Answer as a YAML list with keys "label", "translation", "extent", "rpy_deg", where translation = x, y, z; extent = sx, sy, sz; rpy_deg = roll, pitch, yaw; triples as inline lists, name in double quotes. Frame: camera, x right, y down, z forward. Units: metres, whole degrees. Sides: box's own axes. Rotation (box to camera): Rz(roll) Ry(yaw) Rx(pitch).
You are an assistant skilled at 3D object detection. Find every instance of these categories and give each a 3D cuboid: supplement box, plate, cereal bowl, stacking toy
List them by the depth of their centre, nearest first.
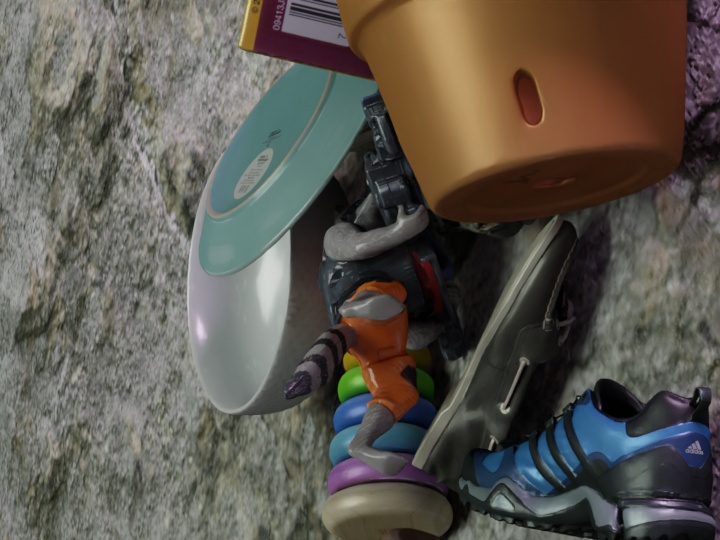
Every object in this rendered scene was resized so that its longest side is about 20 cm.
- label: "supplement box"
  translation: [-0.006, -0.203, 1.359]
  extent: [0.200, 0.102, 0.132]
  rpy_deg: [-78, 0, -73]
- label: "stacking toy"
  translation: [0.018, 0.075, 1.443]
  extent: [0.085, 0.085, 0.202]
  rpy_deg: [138, 138, -56]
- label: "plate"
  translation: [-0.053, -0.085, 1.460]
  extent: [0.200, 0.026, 0.201]
  rpy_deg: [-44, 23, 24]
- label: "cereal bowl"
  translation: [-0.054, 0.006, 1.586]
  extent: [0.200, 0.083, 0.202]
  rpy_deg: [-176, 90, -66]

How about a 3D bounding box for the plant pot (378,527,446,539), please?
- label: "plant pot"
  translation: [0.028, 0.255, 1.289]
  extent: [0.176, 0.199, 0.200]
  rpy_deg: [-61, 29, 6]

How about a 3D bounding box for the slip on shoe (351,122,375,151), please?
- label: "slip on shoe"
  translation: [0.007, -0.113, 1.487]
  extent: [0.200, 0.073, 0.062]
  rpy_deg: [-169, 73, -70]

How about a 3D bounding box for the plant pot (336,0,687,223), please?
- label: "plant pot"
  translation: [0.092, -0.111, 1.175]
  extent: [0.200, 0.199, 0.141]
  rpy_deg: [-30, 67, 60]

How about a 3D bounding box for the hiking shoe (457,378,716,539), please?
- label: "hiking shoe"
  translation: [0.129, 0.104, 1.210]
  extent: [0.199, 0.074, 0.087]
  rpy_deg: [0, 79, 55]

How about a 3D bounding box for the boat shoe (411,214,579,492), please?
- label: "boat shoe"
  translation: [0.095, 0.054, 1.310]
  extent: [0.201, 0.057, 0.067]
  rpy_deg: [-63, -3, 33]

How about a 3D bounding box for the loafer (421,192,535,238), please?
- label: "loafer"
  translation: [0.084, -0.049, 1.342]
  extent: [0.063, 0.072, 0.200]
  rpy_deg: [64, 163, -14]

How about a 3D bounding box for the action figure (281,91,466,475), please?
- label: "action figure"
  translation: [0.000, 0.000, 1.341]
  extent: [0.194, 0.104, 0.201]
  rpy_deg: [-89, -17, -62]
